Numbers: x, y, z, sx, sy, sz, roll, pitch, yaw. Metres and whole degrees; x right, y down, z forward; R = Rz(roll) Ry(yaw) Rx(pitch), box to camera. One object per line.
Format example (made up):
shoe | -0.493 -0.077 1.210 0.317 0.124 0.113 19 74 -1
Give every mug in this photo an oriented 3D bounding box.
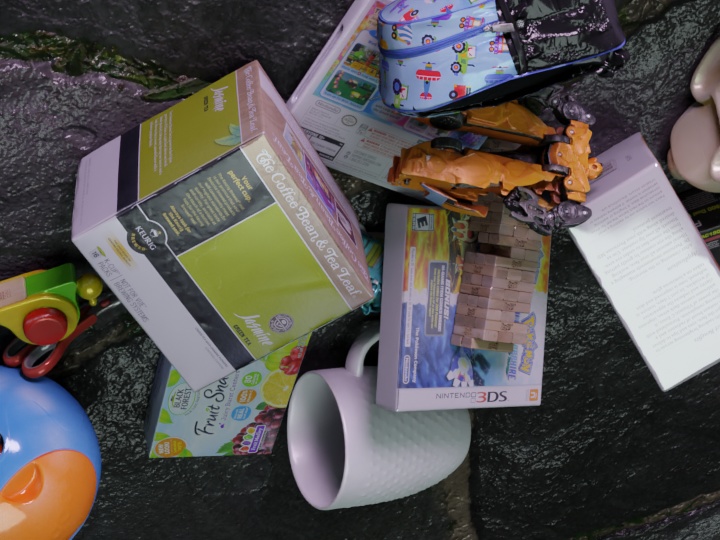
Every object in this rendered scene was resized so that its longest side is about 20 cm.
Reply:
mug | 0.029 0.153 1.517 0.173 0.147 0.203 -2 105 -29

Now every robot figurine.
robot figurine | 0.126 -0.108 1.253 0.197 0.147 0.058 12 162 -18

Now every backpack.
backpack | 0.098 -0.210 1.132 0.198 0.183 0.136 -19 112 4

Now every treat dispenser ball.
treat dispenser ball | -0.355 0.195 1.361 0.198 0.202 0.202 -10 137 -10

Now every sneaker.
sneaker | 0.000 0.000 1.382 0.198 0.080 0.078 10 130 -27

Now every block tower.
block tower | 0.138 -0.023 1.343 0.057 0.054 0.203 7 91 -32

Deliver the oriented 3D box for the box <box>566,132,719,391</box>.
box | 0.285 -0.012 1.361 0.106 0.152 0.201 -30 103 12

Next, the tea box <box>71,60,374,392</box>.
tea box | -0.120 -0.037 1.231 0.195 0.134 0.201 -26 125 11

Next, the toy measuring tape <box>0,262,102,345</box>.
toy measuring tape | -0.337 0.048 1.317 0.197 0.074 0.074 -19 137 -1

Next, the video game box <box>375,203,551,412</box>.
video game box | 0.106 0.038 1.386 0.180 0.047 0.203 0 95 -33

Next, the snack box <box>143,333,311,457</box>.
snack box | -0.144 0.115 1.465 0.140 0.053 0.201 2 133 -20

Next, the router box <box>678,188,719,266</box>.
router box | 0.381 -0.019 1.513 0.197 0.063 0.151 -19 137 -1

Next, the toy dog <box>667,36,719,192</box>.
toy dog | 0.421 -0.124 1.371 0.197 0.141 0.195 2 146 -21

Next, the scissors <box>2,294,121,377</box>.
scissors | -0.263 0.036 1.363 0.199 0.073 0.014 -39 126 -14

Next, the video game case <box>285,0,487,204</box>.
video game case | 0.041 -0.157 1.280 0.198 0.024 0.183 17 125 -32
